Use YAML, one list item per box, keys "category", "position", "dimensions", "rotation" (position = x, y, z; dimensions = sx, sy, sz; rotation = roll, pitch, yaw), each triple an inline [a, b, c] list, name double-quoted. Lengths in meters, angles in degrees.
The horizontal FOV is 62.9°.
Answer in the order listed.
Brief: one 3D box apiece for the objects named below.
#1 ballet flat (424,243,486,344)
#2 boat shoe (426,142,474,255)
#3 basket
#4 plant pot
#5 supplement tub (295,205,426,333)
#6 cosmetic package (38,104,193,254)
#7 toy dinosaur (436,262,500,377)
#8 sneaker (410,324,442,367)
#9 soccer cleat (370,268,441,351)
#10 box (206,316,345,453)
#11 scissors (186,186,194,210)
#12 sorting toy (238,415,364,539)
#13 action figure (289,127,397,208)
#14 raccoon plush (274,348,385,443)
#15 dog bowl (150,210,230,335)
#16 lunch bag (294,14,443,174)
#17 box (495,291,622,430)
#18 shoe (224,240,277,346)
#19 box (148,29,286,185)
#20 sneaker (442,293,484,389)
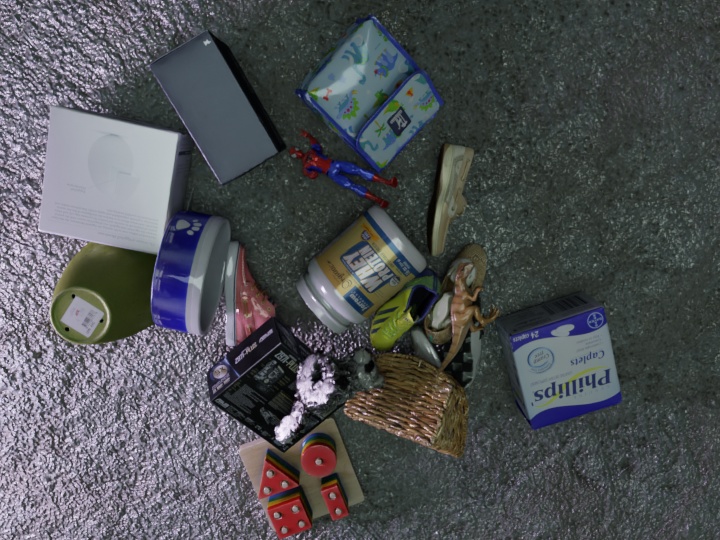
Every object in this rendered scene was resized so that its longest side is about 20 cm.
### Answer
- category: "ballet flat"
  position: [0.173, 0.039, 1.067]
  dimensions: [0.070, 0.065, 0.201]
  rotation: [20, 83, 25]
- category: "boat shoe"
  position: [0.161, -0.123, 1.053]
  dimensions: [0.065, 0.072, 0.201]
  rotation: [8, 97, -5]
- category: "basket"
  position: [0.098, 0.237, 1.081]
  dimensions: [0.149, 0.199, 0.144]
  rotation: [38, 68, -52]
- category: "plant pot"
  position: [-0.427, 0.045, 0.983]
  dimensions: [0.186, 0.200, 0.188]
  rotation: [-1, 103, -4]
- category: "supplement tub"
  position: [0.000, 0.000, 1.030]
  dimensions: [0.200, 0.145, 0.145]
  rotation: [-41, 103, 6]
- category: "cosmetic package"
  position: [-0.400, -0.150, 0.979]
  dimensions: [0.198, 0.123, 0.201]
  rotation: [12, 101, -7]
- category: "toy dinosaur"
  position: [0.180, 0.087, 1.030]
  dimensions: [0.106, 0.060, 0.201]
  rotation: [9, 87, -19]
- category: "sneaker"
  position: [0.124, 0.202, 1.127]
  dimensions: [0.080, 0.070, 0.201]
  rotation: [-18, 104, 4]
- category: "soccer cleat"
  position: [0.076, 0.082, 1.072]
  dimensions: [0.064, 0.084, 0.201]
  rotation: [26, 118, -17]
- category: "box"
  position: [-0.150, 0.210, 1.069]
  dimensions: [0.164, 0.086, 0.200]
  rotation: [-40, 124, 6]
- category: "scissors"
  position: [-0.321, -0.047, 1.043]
  dimensions: [0.014, 0.073, 0.201]
  rotation: [10, 70, -4]
- category: "sorting toy"
  position: [-0.114, 0.414, 1.160]
  dimensions: [0.199, 0.070, 0.200]
  rotation: [-19, 104, 1]
- category: "action figure"
  position: [-0.043, -0.174, 0.990]
  dimensions: [0.199, 0.099, 0.066]
  rotation: [25, 91, 18]
- category: "raccoon plush"
  position: [-0.053, 0.212, 1.024]
  dimensions: [0.200, 0.097, 0.134]
  rotation: [-46, 143, 20]
- category: "dog bowl"
  position: [-0.279, 0.003, 0.984]
  dimensions: [0.078, 0.200, 0.201]
  rotation: [11, 102, -4]
- category: "lunch bag"
  position: [0.020, -0.287, 0.982]
  dimensions: [0.170, 0.127, 0.200]
  rotation: [-46, 115, 5]
- category: "box"
  position: [0.375, 0.170, 1.118]
  dimensions: [0.183, 0.105, 0.201]
  rotation: [-18, 104, 1]
- category: "shoe"
  position: [-0.197, 0.045, 1.069]
  dimensions: [0.090, 0.072, 0.201]
  rotation: [2, 108, -6]
- category: "box"
  position: [-0.216, -0.254, 0.937]
  dimensions: [0.104, 0.182, 0.201]
  rotation: [-29, 103, 3]
- category: "sneaker"
  position: [0.195, 0.124, 1.119]
  dimensions: [0.074, 0.088, 0.201]
  rotation: [5, 81, 25]
